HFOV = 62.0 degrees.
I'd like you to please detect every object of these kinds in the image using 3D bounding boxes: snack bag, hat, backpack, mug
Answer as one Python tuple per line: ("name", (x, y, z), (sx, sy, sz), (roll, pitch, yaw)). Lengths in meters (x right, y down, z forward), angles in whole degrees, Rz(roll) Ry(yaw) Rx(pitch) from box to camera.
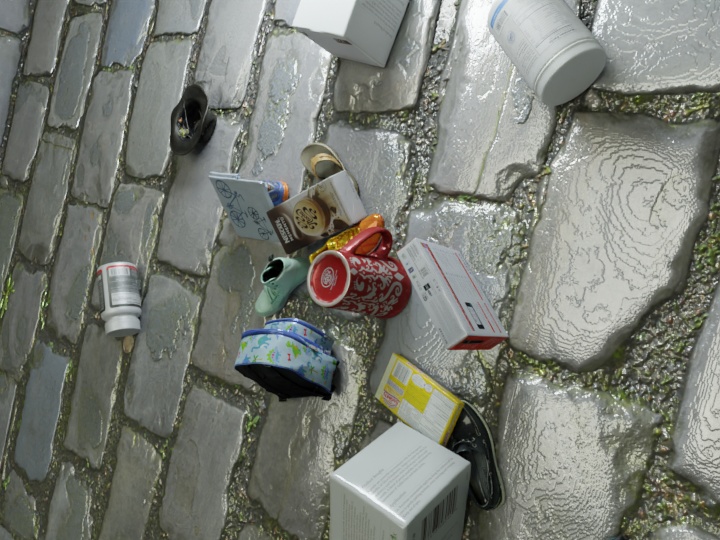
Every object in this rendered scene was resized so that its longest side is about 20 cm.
("snack bag", (-0.269, -0.153, 1.462), (0.199, 0.021, 0.190), (11, 135, 37))
("hat", (-0.451, -0.407, 1.664), (0.199, 0.080, 0.203), (-9, 77, 43))
("backpack", (-0.164, 0.188, 1.301), (0.182, 0.200, 0.148), (-11, 58, 36))
("mug", (-0.009, 0.006, 1.211), (0.133, 0.199, 0.179), (-18, 74, 33))

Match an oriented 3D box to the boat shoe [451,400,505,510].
("boat shoe", (0.202, 0.338, 1.096), (0.074, 0.066, 0.201), (-24, 70, 32))

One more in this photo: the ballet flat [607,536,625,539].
("ballet flat", (0.447, 0.488, 0.899), (0.200, 0.073, 0.073), (47, 110, 33))

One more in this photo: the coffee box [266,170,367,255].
("coffee box", (-0.100, -0.127, 1.344), (0.199, 0.080, 0.114), (-23, 97, 33))

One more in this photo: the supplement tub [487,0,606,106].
("supplement tub", (0.326, -0.410, 1.065), (0.132, 0.131, 0.201), (-38, 65, 26))

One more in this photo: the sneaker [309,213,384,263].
("sneaker", (-0.028, -0.055, 1.310), (0.200, 0.077, 0.073), (-38, 62, 24))

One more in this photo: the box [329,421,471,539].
("box", (0.068, 0.425, 1.066), (0.170, 0.198, 0.202), (22, 122, 36))

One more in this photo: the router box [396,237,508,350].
("router box", (0.170, 0.047, 1.089), (0.049, 0.179, 0.201), (-38, 63, 25))

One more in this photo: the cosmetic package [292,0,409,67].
("cosmetic package", (-0.014, -0.583, 1.314), (0.164, 0.164, 0.202), (27, 99, 36))

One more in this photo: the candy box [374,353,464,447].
("candy box", (0.110, 0.253, 1.173), (0.200, 0.026, 0.103), (33, 106, 48))

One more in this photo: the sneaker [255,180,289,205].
("sneaker", (-0.274, -0.195, 1.505), (0.198, 0.078, 0.076), (-10, 78, 35))

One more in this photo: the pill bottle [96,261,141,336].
("pill bottle", (-0.707, 0.087, 1.762), (0.113, 0.113, 0.202), (-22, 72, 32))

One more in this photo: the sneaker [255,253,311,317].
("sneaker", (-0.213, 0.035, 1.406), (0.200, 0.118, 0.074), (-45, 62, 24))

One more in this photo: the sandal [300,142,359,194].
("sandal", (-0.078, -0.230, 1.381), (0.081, 0.054, 0.200), (-51, 59, 21))
